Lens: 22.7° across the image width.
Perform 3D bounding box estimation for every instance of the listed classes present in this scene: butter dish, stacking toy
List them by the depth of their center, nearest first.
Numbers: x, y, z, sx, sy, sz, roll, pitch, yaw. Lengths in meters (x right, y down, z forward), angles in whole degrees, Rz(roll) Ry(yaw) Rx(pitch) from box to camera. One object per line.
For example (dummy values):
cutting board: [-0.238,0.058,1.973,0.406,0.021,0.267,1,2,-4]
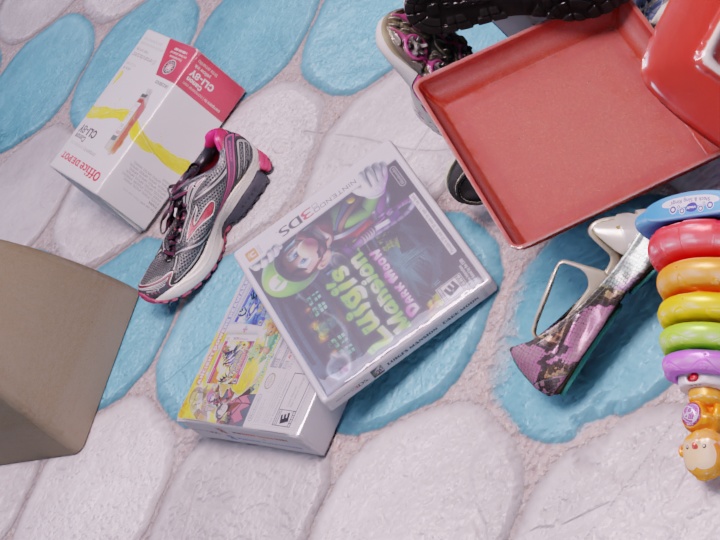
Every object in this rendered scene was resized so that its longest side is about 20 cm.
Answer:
stacking toy: [0.253,0.052,1.285,0.116,0.110,0.201,-7,65,42]
butter dish: [0.302,-0.162,1.363,0.200,0.199,0.148,-60,13,-13]

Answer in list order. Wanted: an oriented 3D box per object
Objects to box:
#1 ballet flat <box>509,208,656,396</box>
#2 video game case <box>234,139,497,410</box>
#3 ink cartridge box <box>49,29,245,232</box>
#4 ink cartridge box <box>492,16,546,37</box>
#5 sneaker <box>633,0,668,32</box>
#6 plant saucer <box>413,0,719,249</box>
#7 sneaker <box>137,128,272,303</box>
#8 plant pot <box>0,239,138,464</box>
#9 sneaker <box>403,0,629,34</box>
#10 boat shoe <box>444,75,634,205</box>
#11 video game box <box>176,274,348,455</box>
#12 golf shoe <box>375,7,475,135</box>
ballet flat: [0.189,0.006,1.399,0.200,0.071,0.069,-51,-4,5]
video game case: [0.000,0.000,1.599,0.181,0.023,0.200,-36,52,3]
ink cartridge box: [-0.244,-0.161,2.038,0.200,0.083,0.145,-55,35,-5]
ink cartridge box: [0.190,-0.304,1.616,0.086,0.146,0.201,21,76,54]
sneaker: [0.286,-0.219,1.502,0.077,0.085,0.200,-68,14,-3]
plant saucer: [0.172,-0.118,1.459,0.199,0.037,0.200,-25,54,-5]
sneaker: [-0.177,-0.056,1.878,0.080,0.075,0.201,16,73,53]
plant pot: [-0.390,0.075,1.914,0.199,0.177,0.201,-12,51,43]
sneaker: [0.133,-0.260,1.493,0.199,0.076,0.088,-4,53,4]
boat shoe: [0.162,-0.103,1.533,0.199,0.075,0.066,-25,38,14]
video game box: [-0.065,0.067,1.664,0.182,0.047,0.201,4,63,47]
golf shoe: [0.071,-0.155,1.572,0.092,0.200,0.073,-18,50,37]
